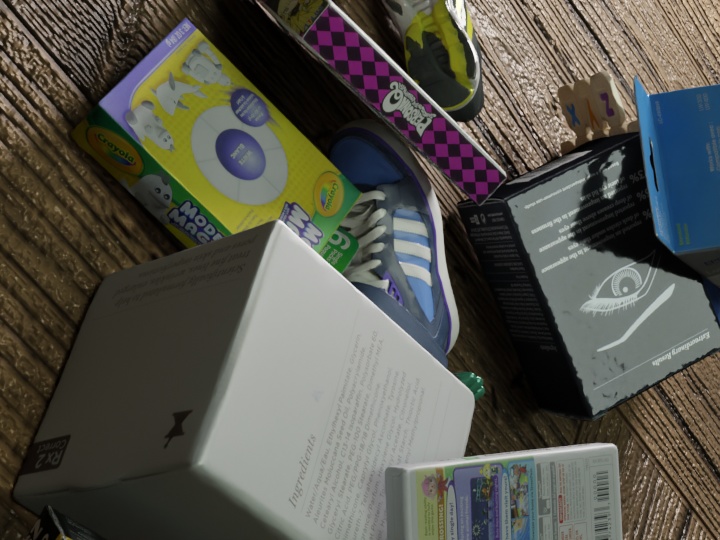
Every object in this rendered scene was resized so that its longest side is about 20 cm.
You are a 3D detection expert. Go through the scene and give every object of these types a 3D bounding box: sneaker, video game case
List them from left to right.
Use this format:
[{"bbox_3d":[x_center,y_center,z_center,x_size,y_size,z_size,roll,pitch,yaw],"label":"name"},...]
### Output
[{"bbox_3d":[0.000,0.000,1.036,0.146,0.080,0.202,-32,107,-54],"label":"sneaker"},{"bbox_3d":[0.002,-0.148,1.043,0.200,0.036,0.181,40,6,-34],"label":"video game case"},{"bbox_3d":[0.058,-0.213,1.206,0.085,0.074,0.202,51,28,-66],"label":"sneaker"},{"bbox_3d":[0.091,0.210,0.843,0.181,0.022,0.202,0,87,-39],"label":"video game case"}]

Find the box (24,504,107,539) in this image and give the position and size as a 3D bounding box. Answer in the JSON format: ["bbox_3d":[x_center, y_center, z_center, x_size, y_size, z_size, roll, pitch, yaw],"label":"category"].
[{"bbox_3d":[-0.128,0.242,0.747,0.200,0.049,0.160,38,87,-27],"label":"box"}]

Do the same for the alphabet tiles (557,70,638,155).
[{"bbox_3d":[0.234,-0.080,1.276,0.014,0.200,0.197,-21,94,-13],"label":"alphabet tiles"}]

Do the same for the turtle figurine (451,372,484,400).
[{"bbox_3d":[0.055,0.177,0.929,0.100,0.150,0.202,17,52,-25],"label":"turtle figurine"}]

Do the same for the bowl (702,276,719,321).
[{"bbox_3d":[0.287,-0.024,1.328,0.201,0.039,0.203,165,-90,-87],"label":"bowl"}]

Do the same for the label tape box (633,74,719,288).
[{"bbox_3d":[0.298,-0.069,1.169,0.199,0.066,0.145,28,51,-52],"label":"label tape box"}]

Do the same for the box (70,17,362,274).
[{"bbox_3d":[-0.083,-0.060,0.952,0.200,0.048,0.118,45,45,-12],"label":"box"}]

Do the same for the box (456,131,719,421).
[{"bbox_3d":[0.195,0.004,1.201,0.147,0.104,0.202,-24,97,-17],"label":"box"}]

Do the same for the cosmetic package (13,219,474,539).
[{"bbox_3d":[-0.063,0.106,0.858,0.200,0.164,0.166,43,49,-33],"label":"cosmetic package"}]
